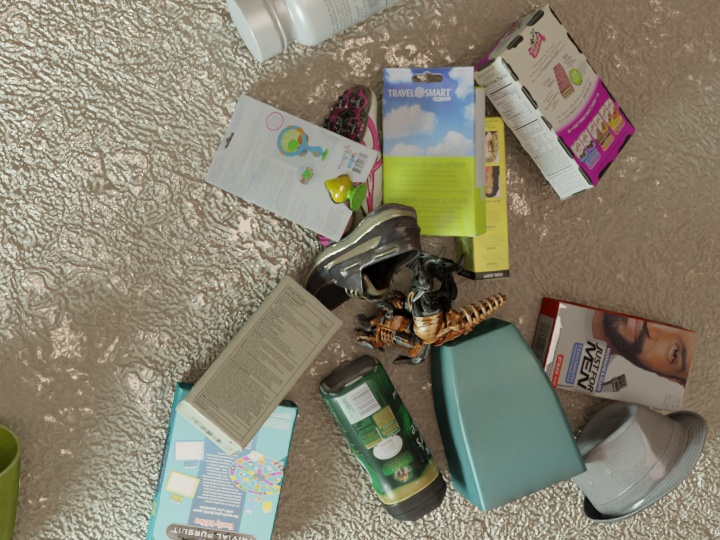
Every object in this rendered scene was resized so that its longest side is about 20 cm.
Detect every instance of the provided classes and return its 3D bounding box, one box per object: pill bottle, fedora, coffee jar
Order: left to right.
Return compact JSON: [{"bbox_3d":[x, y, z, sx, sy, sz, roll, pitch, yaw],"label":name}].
[{"bbox_3d":[-0.052,-0.331,1.598,0.199,0.114,0.115,-29,102,-8],"label":"pill bottle"},{"bbox_3d":[0.030,0.210,1.682,0.085,0.104,0.201,-29,102,-5],"label":"coffee jar"},{"bbox_3d":[0.332,0.226,1.709,0.090,0.200,0.177,41,49,-9],"label":"fedora"}]

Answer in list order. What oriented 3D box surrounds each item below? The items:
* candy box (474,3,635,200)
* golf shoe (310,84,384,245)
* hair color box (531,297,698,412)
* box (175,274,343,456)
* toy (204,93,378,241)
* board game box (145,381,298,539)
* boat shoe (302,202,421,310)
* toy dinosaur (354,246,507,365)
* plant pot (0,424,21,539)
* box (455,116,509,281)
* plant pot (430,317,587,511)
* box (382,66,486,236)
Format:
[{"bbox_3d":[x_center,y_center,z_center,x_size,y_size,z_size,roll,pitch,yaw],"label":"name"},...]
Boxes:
[{"bbox_3d":[0.239,-0.208,1.674,0.200,0.061,0.136,53,50,-13],"label":"candy box"},{"bbox_3d":[-0.006,-0.125,1.663,0.092,0.072,0.201,11,89,-46],"label":"golf shoe"},{"bbox_3d":[0.326,0.109,1.758,0.199,0.064,0.112,12,93,-15],"label":"hair color box"},{"bbox_3d":[-0.120,0.113,1.617,0.095,0.078,0.200,41,69,-3],"label":"box"},{"bbox_3d":[-0.078,-0.121,1.622,0.199,0.047,0.116,25,92,26],"label":"toy"},{"bbox_3d":[-0.171,0.250,1.670,0.150,0.047,0.201,11,94,-13],"label":"board game box"},{"bbox_3d":[0.000,0.000,1.617,0.074,0.200,0.074,6,53,-38],"label":"boat shoe"},{"bbox_3d":[0.085,0.047,1.659,0.199,0.102,0.137,-3,76,12],"label":"toy dinosaur"},{"bbox_3d":[-0.475,0.300,1.556,0.186,0.187,0.201,-5,112,-12],"label":"plant pot"},{"bbox_3d":[0.149,-0.091,1.692,0.050,0.075,0.201,-5,96,-13],"label":"box"},{"bbox_3d":[0.168,0.170,1.693,0.140,0.141,0.201,-20,97,-10],"label":"plant pot"},{"bbox_3d":[0.088,-0.143,1.637,0.121,0.048,0.201,2,97,21],"label":"box"}]
